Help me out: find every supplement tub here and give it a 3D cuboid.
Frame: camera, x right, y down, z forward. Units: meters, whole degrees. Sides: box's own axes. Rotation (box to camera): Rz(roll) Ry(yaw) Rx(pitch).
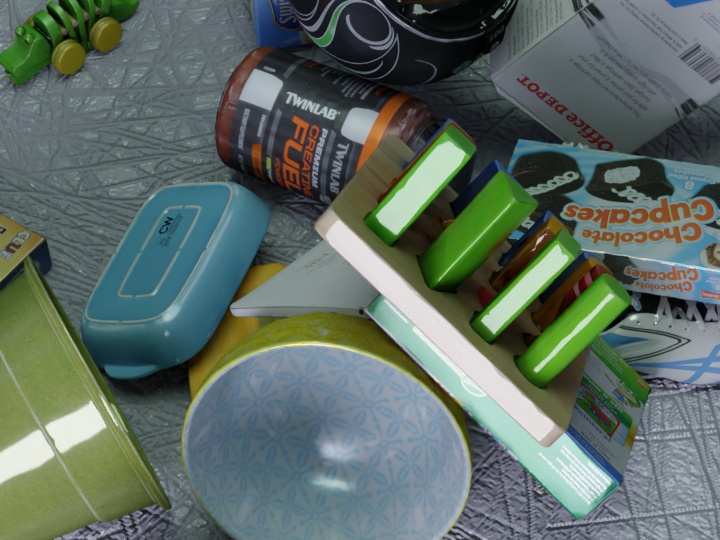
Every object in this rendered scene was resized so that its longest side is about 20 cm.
[{"bbox_3d":[-0.010,-0.103,1.534,0.198,0.108,0.107,20,53,19],"label":"supplement tub"}]

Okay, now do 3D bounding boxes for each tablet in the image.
[{"bbox_3d":[0.000,0.000,1.415,0.129,0.014,0.200,1,17,22],"label":"tablet"}]

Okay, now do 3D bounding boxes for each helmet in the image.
[{"bbox_3d":[0.028,-0.245,1.508,0.198,0.190,0.203,0,89,-20],"label":"helmet"}]

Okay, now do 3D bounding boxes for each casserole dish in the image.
[{"bbox_3d":[-0.147,-0.003,1.472,0.120,0.039,0.201,-2,45,31],"label":"casserole dish"}]

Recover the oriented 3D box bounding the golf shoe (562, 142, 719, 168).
[{"bbox_3d":[0.236,-0.034,1.502,0.198,0.078,0.098,8,67,16],"label":"golf shoe"}]

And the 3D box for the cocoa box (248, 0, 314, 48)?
[{"bbox_3d":[-0.048,-0.315,1.699,0.130,0.134,0.201,-9,49,-6],"label":"cocoa box"}]

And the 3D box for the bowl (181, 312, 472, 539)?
[{"bbox_3d":[-0.017,0.099,1.315,0.198,0.202,0.108,4,36,6],"label":"bowl"}]

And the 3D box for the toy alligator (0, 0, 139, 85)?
[{"bbox_3d":[-0.275,-0.203,1.664,0.199,0.055,0.059,-35,56,-25],"label":"toy alligator"}]

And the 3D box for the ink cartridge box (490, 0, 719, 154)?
[{"bbox_3d":[0.219,-0.191,1.515,0.199,0.145,0.085,-34,37,34],"label":"ink cartridge box"}]

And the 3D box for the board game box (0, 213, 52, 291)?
[{"bbox_3d":[-0.356,0.021,1.488,0.135,0.035,0.200,27,55,23],"label":"board game box"}]

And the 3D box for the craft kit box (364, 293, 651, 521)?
[{"bbox_3d":[0.108,0.055,1.315,0.200,0.049,0.198,45,24,0],"label":"craft kit box"}]

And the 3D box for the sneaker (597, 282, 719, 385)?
[{"bbox_3d":[0.225,0.040,1.426,0.197,0.073,0.072,0,47,0],"label":"sneaker"}]

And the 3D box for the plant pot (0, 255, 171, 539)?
[{"bbox_3d":[-0.259,0.125,1.316,0.189,0.201,0.201,-31,54,-6],"label":"plant pot"}]

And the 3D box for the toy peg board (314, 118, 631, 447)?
[{"bbox_3d":[0.093,-0.020,1.236,0.200,0.098,0.199,44,21,-3],"label":"toy peg board"}]

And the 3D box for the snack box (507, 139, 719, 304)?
[{"bbox_3d":[0.200,-0.037,1.428,0.198,0.037,0.117,9,44,15],"label":"snack box"}]

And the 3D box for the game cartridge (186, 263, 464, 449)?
[{"bbox_3d":[-0.033,0.063,1.442,0.198,0.033,0.178,-7,49,-5],"label":"game cartridge"}]
